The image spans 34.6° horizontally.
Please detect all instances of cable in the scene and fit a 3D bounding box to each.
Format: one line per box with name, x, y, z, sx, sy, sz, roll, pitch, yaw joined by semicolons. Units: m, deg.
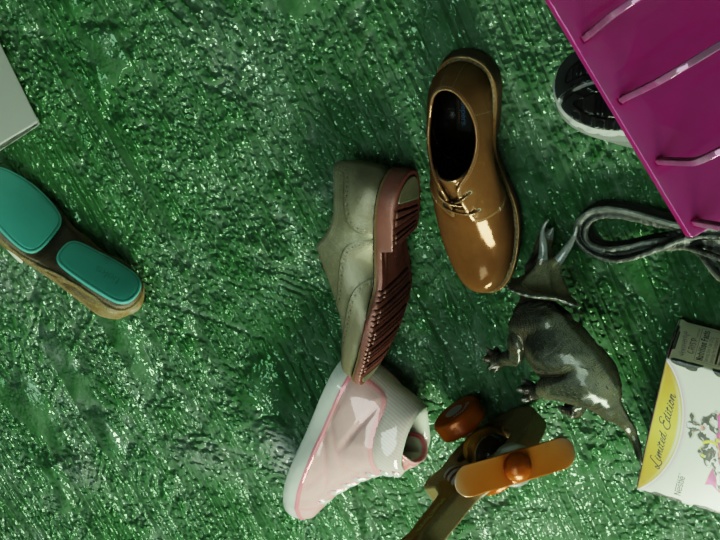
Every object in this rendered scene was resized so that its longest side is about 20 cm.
cable;0.253;-0.018;0.839;0.199;0.050;0.098;18;127;16

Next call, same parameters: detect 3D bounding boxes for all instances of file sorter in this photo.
file sorter;0.217;-0.138;0.686;0.139;0.125;0.201;-32;93;4

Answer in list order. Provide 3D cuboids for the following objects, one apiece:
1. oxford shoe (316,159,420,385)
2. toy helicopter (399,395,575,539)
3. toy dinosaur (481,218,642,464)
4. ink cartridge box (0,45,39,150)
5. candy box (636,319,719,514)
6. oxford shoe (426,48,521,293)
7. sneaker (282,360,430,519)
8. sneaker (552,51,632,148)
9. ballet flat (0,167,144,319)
oxford shoe;0.000;0.000;0.970;0.074;0.070;0.201;18;115;20
toy helicopter;0.090;0.182;0.946;0.079;0.200;0.132;53;144;-11
toy dinosaur;0.158;0.071;0.899;0.201;0.077;0.102;63;158;8
ink cartridge box;-0.430;-0.148;1.041;0.199;0.146;0.147;-10;113;31
candy box;0.325;0.131;0.886;0.199;0.061;0.137;15;124;19
oxford shoe;0.078;-0.062;0.889;0.071;0.071;0.201;1;120;24
sneaker;-0.001;0.176;1.065;0.104;0.075;0.201;30;123;14
sneaker;0.229;-0.111;0.791;0.199;0.079;0.074;13;89;3
ballet flat;-0.295;-0.018;1.114;0.200;0.068;0.072;36;147;-2
